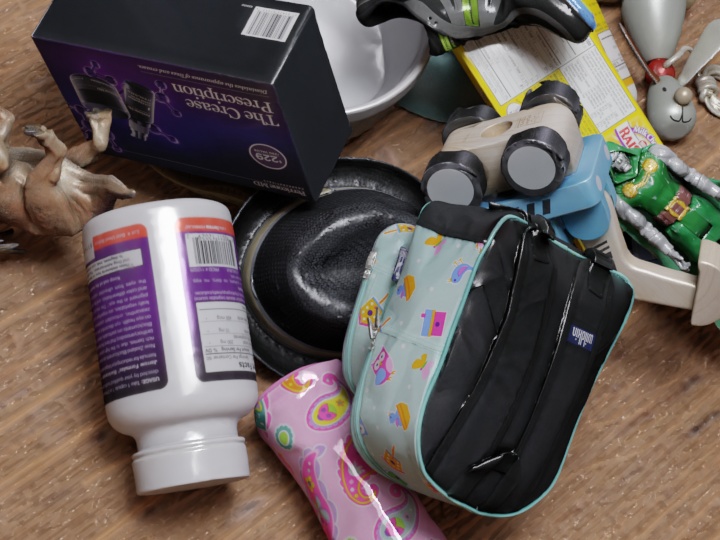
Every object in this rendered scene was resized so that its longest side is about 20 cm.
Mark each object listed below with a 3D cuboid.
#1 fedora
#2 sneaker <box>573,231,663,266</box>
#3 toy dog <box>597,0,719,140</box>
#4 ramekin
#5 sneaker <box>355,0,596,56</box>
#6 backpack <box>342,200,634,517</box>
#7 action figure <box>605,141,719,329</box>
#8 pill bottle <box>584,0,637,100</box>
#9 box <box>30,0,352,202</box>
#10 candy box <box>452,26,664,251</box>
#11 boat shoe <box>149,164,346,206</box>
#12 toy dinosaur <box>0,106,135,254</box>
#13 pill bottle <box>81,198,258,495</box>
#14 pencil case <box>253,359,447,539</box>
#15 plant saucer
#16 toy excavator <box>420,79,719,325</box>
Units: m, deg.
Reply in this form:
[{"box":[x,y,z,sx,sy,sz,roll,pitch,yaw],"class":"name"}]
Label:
[{"box":[0.000,0.000,1.254,0.200,0.092,0.201,1,87,-20],"class":"fedora"},{"box":[0.222,-0.024,1.366,0.200,0.082,0.074,5,62,-10],"class":"sneaker"},{"box":[0.278,-0.225,1.485,0.132,0.096,0.200,-19,67,-23],"class":"toy dog"},{"box":[-0.042,-0.196,1.360,0.200,0.105,0.201,4,69,-10],"class":"ramekin"},{"box":[0.087,-0.199,1.278,0.199,0.071,0.083,14,81,21],"class":"sneaker"},{"box":[0.077,0.067,1.162,0.176,0.153,0.200,26,75,-44],"class":"backpack"},{"box":[0.262,-0.036,1.299,0.200,0.055,0.118,36,93,-11],"class":"action figure"},{"box":[0.163,-0.166,1.390,0.113,0.113,0.200,-27,93,-26],"class":"pill bottle"},{"box":[-0.121,-0.138,1.223,0.200,0.141,0.079,13,63,22],"class":"box"},{"box":[0.167,-0.122,1.320,0.102,0.026,0.200,-33,92,-8],"class":"candy box"},{"box":[-0.105,-0.084,1.337,0.200,0.063,0.073,29,82,6],"class":"boat shoe"},{"box":[-0.248,-0.055,1.231,0.200,0.136,0.086,11,24,13],"class":"toy dinosaur"},{"box":[-0.135,0.057,1.198,0.111,0.111,0.200,-6,80,-17],"class":"pill bottle"},{"box":[-0.003,0.165,1.202,0.087,0.087,0.200,-22,70,-24],"class":"pencil case"},{"box":[0.083,-0.223,1.468,0.201,0.039,0.201,7,59,-11],"class":"plant saucer"},{"box":[0.166,-0.037,1.253,0.194,0.200,0.100,-14,28,24],"class":"toy excavator"}]
